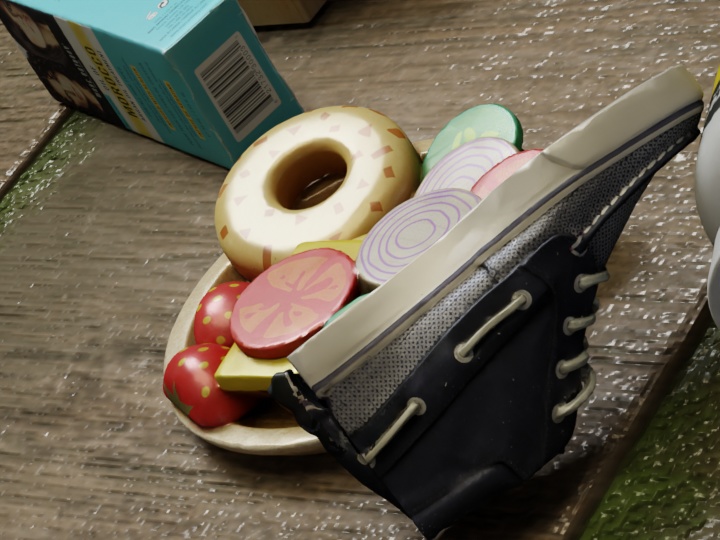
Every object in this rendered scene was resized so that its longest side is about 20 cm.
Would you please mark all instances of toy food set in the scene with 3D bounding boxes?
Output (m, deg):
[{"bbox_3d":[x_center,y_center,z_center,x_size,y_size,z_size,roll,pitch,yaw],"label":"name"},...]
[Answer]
[{"bbox_3d":[0.000,0.000,1.082,0.197,0.049,0.200,-2,42,38],"label":"toy food set"}]

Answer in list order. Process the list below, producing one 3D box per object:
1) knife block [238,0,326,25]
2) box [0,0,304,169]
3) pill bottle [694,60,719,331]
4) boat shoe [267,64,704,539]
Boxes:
[{"bbox_3d":[-0.084,-0.214,1.324,0.199,0.176,0.064,1,43,41],"label":"knife block"},{"bbox_3d":[-0.116,-0.115,1.303,0.049,0.082,0.200,-43,33,-17],"label":"box"},{"bbox_3d":[0.185,-0.054,0.942,0.111,0.112,0.201,-12,37,28],"label":"pill bottle"},{"bbox_3d":[0.069,0.016,0.952,0.200,0.093,0.075,-39,-4,5],"label":"boat shoe"}]
